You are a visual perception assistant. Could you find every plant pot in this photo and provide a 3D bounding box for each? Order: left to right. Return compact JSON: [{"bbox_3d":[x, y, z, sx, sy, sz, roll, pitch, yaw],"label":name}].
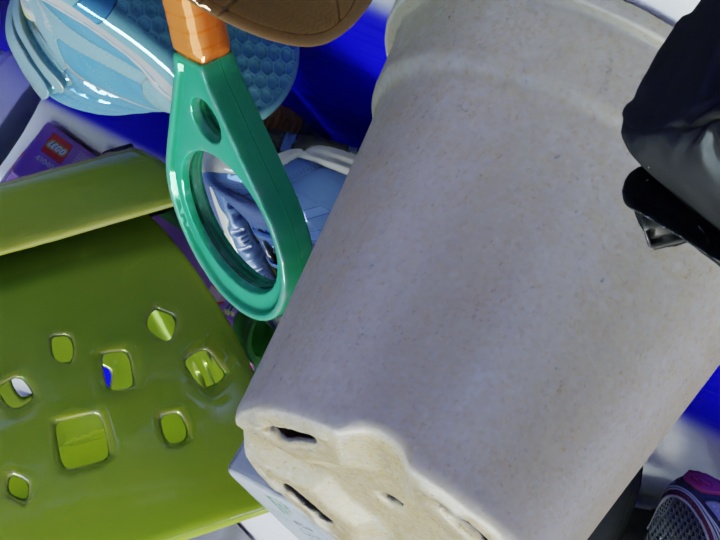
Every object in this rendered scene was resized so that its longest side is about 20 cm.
[{"bbox_3d":[-0.158,0.049,1.097,0.200,0.198,0.183,175,79,-77],"label":"plant pot"},{"bbox_3d":[0.053,0.020,0.868,0.200,0.184,0.201,28,160,11],"label":"plant pot"}]

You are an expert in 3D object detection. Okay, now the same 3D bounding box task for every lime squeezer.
[{"bbox_3d":[-0.072,0.020,1.197,0.201,0.070,0.038,64,-161,-4],"label":"lime squeezer"}]

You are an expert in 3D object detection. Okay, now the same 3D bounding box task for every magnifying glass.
[{"bbox_3d":[-0.058,-0.067,0.888,0.079,0.022,0.201,31,140,44],"label":"magnifying glass"}]

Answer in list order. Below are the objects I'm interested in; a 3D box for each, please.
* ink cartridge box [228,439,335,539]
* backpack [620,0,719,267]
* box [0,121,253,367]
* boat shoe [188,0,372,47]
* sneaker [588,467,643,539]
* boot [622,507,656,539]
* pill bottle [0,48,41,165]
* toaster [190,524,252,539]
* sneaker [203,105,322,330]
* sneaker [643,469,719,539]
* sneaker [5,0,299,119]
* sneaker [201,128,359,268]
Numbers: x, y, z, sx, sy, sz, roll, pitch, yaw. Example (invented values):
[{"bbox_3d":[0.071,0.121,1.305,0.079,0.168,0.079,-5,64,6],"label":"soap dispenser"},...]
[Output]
[{"bbox_3d":[0.057,0.144,0.996,0.199,0.041,0.200,28,168,23],"label":"ink cartridge box"},{"bbox_3d":[0.194,-0.015,0.670,0.200,0.127,0.167,38,170,-17],"label":"backpack"},{"bbox_3d":[-0.120,0.005,1.292,0.200,0.039,0.137,36,159,-8],"label":"box"},{"bbox_3d":[-0.076,-0.152,0.782,0.199,0.072,0.072,31,-167,-28],"label":"boat shoe"},{"bbox_3d":[0.037,0.114,1.135,0.199,0.107,0.075,9,-162,12],"label":"sneaker"},{"bbox_3d":[0.118,0.135,1.199,0.199,0.066,0.165,16,162,44],"label":"boot"},{"bbox_3d":[-0.252,-0.120,1.099,0.199,0.111,0.111,33,160,0],"label":"pill bottle"},{"bbox_3d":[-0.198,0.199,1.731,0.199,0.119,0.181,10,151,47],"label":"toaster"},{"bbox_3d":[-0.044,-0.013,1.092,0.088,0.075,0.200,17,154,36],"label":"sneaker"},{"bbox_3d":[0.142,0.193,1.098,0.074,0.201,0.081,4,-163,-32],"label":"sneaker"},{"bbox_3d":[-0.131,-0.128,0.952,0.200,0.080,0.130,45,155,-28],"label":"sneaker"},{"bbox_3d":[0.000,0.000,1.012,0.076,0.077,0.200,9,160,49],"label":"sneaker"}]
